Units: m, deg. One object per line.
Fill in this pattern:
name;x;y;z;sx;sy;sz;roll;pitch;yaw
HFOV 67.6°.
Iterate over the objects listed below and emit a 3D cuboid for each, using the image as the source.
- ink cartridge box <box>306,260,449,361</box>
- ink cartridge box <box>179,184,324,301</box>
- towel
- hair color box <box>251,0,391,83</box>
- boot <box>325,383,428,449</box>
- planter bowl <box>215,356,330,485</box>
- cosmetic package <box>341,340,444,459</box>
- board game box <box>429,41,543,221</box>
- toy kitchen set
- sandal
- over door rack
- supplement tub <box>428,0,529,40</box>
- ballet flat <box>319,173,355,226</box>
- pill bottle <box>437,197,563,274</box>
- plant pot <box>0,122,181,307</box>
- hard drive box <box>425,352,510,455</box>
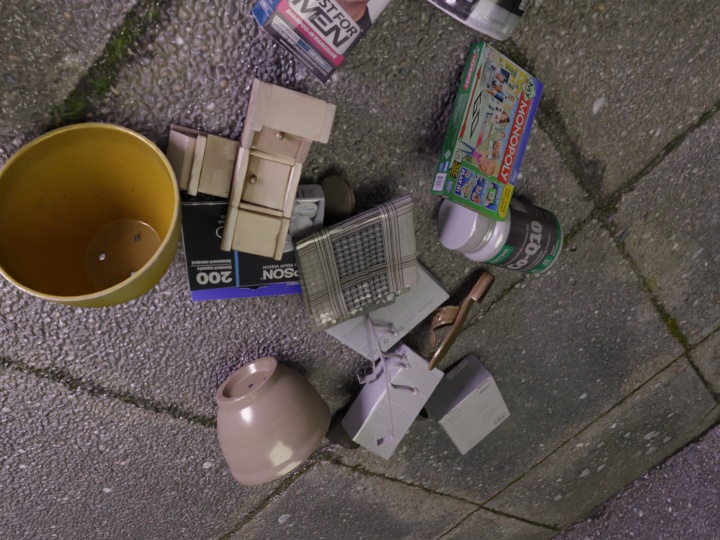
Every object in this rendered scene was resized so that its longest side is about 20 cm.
ink cartridge box;0.031;0.053;0.938;0.199;0.041;0.199;-41;133;13
ink cartridge box;-0.153;-0.025;0.772;0.192;0.044;0.204;-5;131;-14
towel;0.000;0.000;0.809;0.189;0.035;0.203;-23;137;-14
hair color box;-0.017;-0.319;0.579;0.099;0.061;0.200;29;112;-40
boot;0.030;0.323;1.160;0.197;0.070;0.175;25;116;-27
planter bowl;-0.164;0.237;0.920;0.196;0.201;0.137;-26;108;-1
cosmetic package;0.062;0.248;1.044;0.101;0.071;0.202;35;89;-26
board game box;0.177;-0.185;0.745;0.132;0.029;0.205;15;92;-34
toy kitchen set;-0.139;-0.109;0.594;0.159;0.181;0.205;11;106;-17
sandal;0.168;0.081;1.019;0.214;0.069;0.078;-55;159;-1
over door rack;0.046;0.173;0.918;0.065;0.149;0.204;-5;131;-12
supplement tub;0.157;-0.370;0.574;0.120;0.124;0.203;9;125;-30
ballet flat;-0.036;-0.056;0.811;0.046;0.066;0.204;-48;150;-46
pill bottle;0.227;-0.064;0.878;0.196;0.114;0.115;10;124;-31
plant pot;-0.292;-0.042;0.621;0.195;0.205;0.143;-16;162;-11
hard drive box;0.241;0.307;1.215;0.155;0.077;0.201;-38;135;-5
